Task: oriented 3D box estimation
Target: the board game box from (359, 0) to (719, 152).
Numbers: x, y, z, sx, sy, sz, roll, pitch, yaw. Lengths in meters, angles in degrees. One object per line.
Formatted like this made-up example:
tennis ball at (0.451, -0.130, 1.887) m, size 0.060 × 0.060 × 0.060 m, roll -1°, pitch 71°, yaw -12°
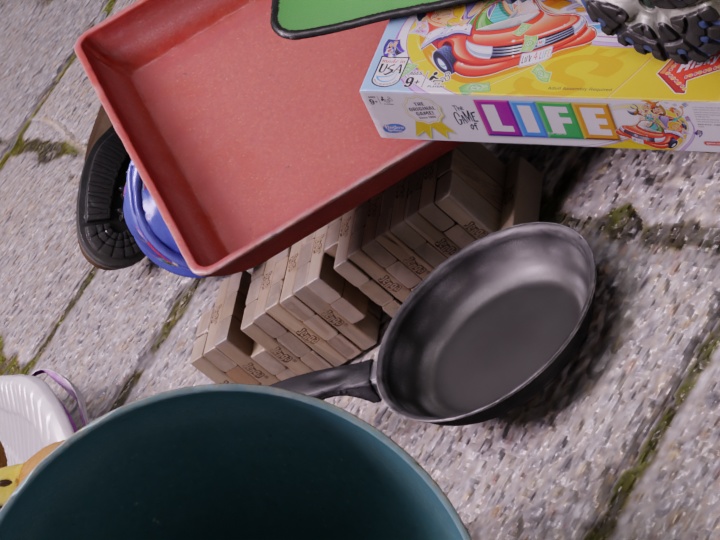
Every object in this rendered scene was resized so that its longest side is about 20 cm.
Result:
board game box at (0.113, -0.117, 0.945) m, size 0.198 × 0.034 × 0.135 m, roll 4°, pitch 54°, yaw 27°

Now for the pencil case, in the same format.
pencil case at (-0.087, -0.036, 1.169) m, size 0.200 × 0.086 × 0.079 m, roll 168°, pitch 122°, yaw -84°

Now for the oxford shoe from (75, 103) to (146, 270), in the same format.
oxford shoe at (-0.152, -0.064, 1.403) m, size 0.085 × 0.072 × 0.201 m, roll -52°, pitch 18°, yaw 41°

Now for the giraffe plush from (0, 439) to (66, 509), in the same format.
giraffe plush at (-0.118, 0.137, 0.954) m, size 0.200 × 0.162 × 0.173 m, roll -50°, pitch 25°, yaw 3°

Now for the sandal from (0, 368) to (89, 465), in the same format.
sandal at (-0.178, 0.093, 1.240) m, size 0.049 × 0.083 × 0.202 m, roll -12°, pitch 14°, yaw -20°

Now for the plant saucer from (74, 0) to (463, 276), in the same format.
plant saucer at (-0.022, -0.098, 1.039) m, size 0.199 × 0.037 × 0.200 m, roll -31°, pitch 47°, yaw -1°

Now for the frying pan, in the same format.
frying pan at (0.028, 0.048, 0.944) m, size 0.189 × 0.031 × 0.115 m, roll -37°, pitch 31°, yaw 7°

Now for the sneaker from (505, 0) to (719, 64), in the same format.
sneaker at (0.091, -0.161, 0.917) m, size 0.199 × 0.077 × 0.085 m, roll 30°, pitch 66°, yaw 25°

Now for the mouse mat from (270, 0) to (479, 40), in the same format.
mouse mat at (0.055, -0.183, 0.998) m, size 0.198 × 0.008 × 0.162 m, roll -8°, pitch 50°, yaw 17°

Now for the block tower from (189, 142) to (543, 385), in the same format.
block tower at (0.000, 0.000, 1.062) m, size 0.199 × 0.058 × 0.054 m, roll -32°, pitch 32°, yaw 34°

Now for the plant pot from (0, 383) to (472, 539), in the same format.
plant pot at (-0.045, 0.153, 0.822) m, size 0.201 × 0.199 × 0.135 m, roll -55°, pitch -8°, yaw -6°
